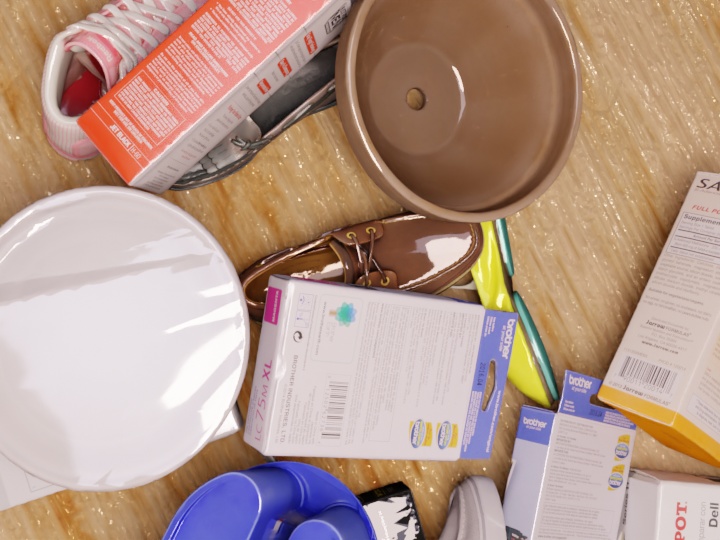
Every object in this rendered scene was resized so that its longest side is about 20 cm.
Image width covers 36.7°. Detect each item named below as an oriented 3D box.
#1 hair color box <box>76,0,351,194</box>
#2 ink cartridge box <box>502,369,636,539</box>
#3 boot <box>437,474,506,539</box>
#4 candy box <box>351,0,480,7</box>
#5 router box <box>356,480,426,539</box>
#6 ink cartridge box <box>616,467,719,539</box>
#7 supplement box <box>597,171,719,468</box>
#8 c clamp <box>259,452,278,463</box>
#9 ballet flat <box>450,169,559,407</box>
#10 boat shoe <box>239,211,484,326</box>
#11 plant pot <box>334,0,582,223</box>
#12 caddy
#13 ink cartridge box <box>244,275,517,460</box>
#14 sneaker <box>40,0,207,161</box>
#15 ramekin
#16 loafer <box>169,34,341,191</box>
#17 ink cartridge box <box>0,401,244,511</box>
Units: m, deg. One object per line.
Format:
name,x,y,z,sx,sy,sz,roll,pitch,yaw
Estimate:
hair color box,-0.098,-0.144,0.772,0.200,0.102,0.061,-41,89,1
ink cartridge box,0.160,0.182,0.848,0.119,0.042,0.202,17,85,-44
boot,0.050,0.227,0.772,0.095,0.074,0.201,10,42,-4
candy box,-0.006,-0.291,0.868,0.198,0.072,0.169,2,86,-9
router box,-0.004,0.283,0.838,0.148,0.051,0.202,-16,88,-7
ink cartridge box,0.308,0.243,0.871,0.198,0.083,0.148,6,85,-7
supplement box,0.282,0.041,0.860,0.126,0.073,0.201,34,80,-42
c clamp,-0.090,0.254,0.797,0.200,0.027,0.171,-41,95,-4
ballet flat,0.102,0.018,0.874,0.066,0.067,0.202,-17,86,12
boat shoe,0.000,0.000,0.830,0.198,0.068,0.073,-16,84,4
plant pot,0.061,-0.136,0.820,0.199,0.093,0.203,-1,92,-26
caddy,-0.072,0.227,0.735,0.141,0.105,0.201,26,85,16
ink cartridge box,0.019,0.075,0.791,0.198,0.042,0.120,8,94,-29
sneaker,-0.171,-0.175,0.820,0.075,0.105,0.201,35,81,-3
ramekin,-0.175,0.046,0.764,0.200,0.094,0.204,0,88,-5
loafer,-0.080,-0.132,0.850,0.199,0.063,0.072,-32,91,-9
ink cartridge box,-0.207,0.077,0.832,0.198,0.047,0.161,-18,89,-3
